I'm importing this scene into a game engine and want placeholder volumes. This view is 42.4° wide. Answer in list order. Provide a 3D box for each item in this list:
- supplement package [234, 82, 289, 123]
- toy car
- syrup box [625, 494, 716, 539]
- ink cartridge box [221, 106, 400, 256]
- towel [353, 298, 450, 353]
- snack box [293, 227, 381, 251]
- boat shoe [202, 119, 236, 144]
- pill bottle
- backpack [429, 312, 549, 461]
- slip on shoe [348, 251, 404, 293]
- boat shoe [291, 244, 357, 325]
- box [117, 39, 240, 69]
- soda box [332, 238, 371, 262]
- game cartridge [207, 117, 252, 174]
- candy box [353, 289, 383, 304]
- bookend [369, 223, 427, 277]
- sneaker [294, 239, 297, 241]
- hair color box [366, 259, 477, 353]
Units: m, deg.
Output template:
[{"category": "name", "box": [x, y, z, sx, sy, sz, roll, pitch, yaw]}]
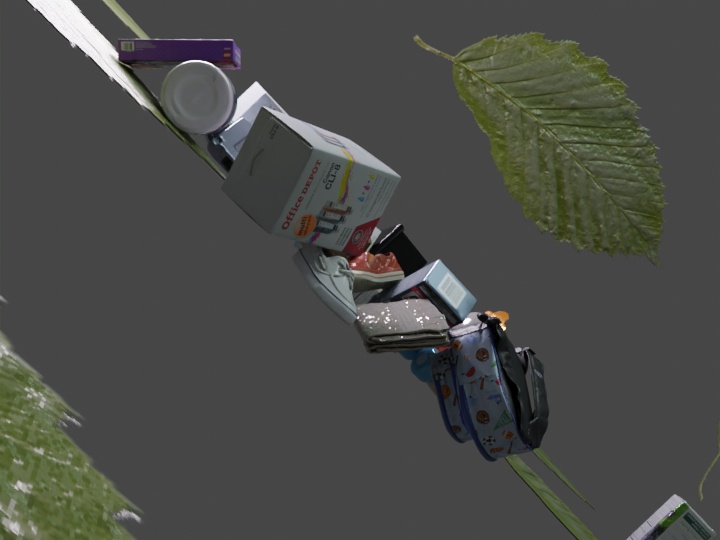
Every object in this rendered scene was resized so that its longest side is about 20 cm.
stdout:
[{"category": "supplement package", "box": [-0.191, -0.254, 1.911, 0.200, 0.151, 0.152, 46, 4, -23]}, {"category": "toy car", "box": [0.203, 0.151, 1.726, 0.184, 0.200, 0.177, 45, 4, -27]}, {"category": "syrup box", "box": [0.509, 0.490, 1.611, 0.079, 0.200, 0.081, 46, 2, 7]}, {"category": "ink cartridge box", "box": [-0.074, -0.130, 1.391, 0.199, 0.146, 0.145, 12, 22, -47]}, {"category": "towel", "box": [0.057, 0.080, 1.417, 0.200, 0.131, 0.035, -127, -146, -74]}, {"category": "snack box", "box": [-0.039, -0.059, 1.714, 0.116, 0.037, 0.200, 39, 29, -2]}, {"category": "boat shoe", "box": [-0.217, -0.212, 1.756, 0.200, 0.071, 0.091, 46, 1, -33]}, {"category": "pill bottle", "box": [-0.273, -0.296, 1.605, 0.120, 0.120, 0.200, 46, 3, -9]}, {"category": "backpack", "box": [0.194, 0.189, 1.402, 0.200, 0.153, 0.192, 38, 30, -52]}, {"category": "slip on shoe", "box": [0.000, 0.000, 1.578, 0.199, 0.074, 0.062, -5, 73, -51]}, {"category": "boat shoe", "box": [-0.044, 0.007, 1.385, 0.074, 0.065, 0.200, 45, 4, -40]}, {"category": "box", "box": [-0.316, -0.381, 1.643, 0.137, 0.198, 0.039, -105, -165, -83]}, {"category": "soda box", "box": [-0.034, -0.101, 1.671, 0.067, 0.064, 0.201, 22, 33, -25]}, {"category": "game cartridge", "box": [-0.177, -0.182, 1.697, 0.200, 0.041, 0.133, 47, 31, -6]}, {"category": "candy box", "box": [-0.002, 0.030, 1.771, 0.200, 0.055, 0.115, 47, 4, 12]}, {"category": "bookend", "box": [0.073, 0.021, 1.883, 0.200, 0.092, 0.199, 51, -19, -10]}, {"category": "sneaker", "box": [-0.085, -0.077, 1.819, 0.081, 0.088, 0.200, 45, 25, 10]}, {"category": "hair color box", "box": [0.095, 0.065, 1.591, 0.099, 0.061, 0.200, 46, -37, -10]}]
